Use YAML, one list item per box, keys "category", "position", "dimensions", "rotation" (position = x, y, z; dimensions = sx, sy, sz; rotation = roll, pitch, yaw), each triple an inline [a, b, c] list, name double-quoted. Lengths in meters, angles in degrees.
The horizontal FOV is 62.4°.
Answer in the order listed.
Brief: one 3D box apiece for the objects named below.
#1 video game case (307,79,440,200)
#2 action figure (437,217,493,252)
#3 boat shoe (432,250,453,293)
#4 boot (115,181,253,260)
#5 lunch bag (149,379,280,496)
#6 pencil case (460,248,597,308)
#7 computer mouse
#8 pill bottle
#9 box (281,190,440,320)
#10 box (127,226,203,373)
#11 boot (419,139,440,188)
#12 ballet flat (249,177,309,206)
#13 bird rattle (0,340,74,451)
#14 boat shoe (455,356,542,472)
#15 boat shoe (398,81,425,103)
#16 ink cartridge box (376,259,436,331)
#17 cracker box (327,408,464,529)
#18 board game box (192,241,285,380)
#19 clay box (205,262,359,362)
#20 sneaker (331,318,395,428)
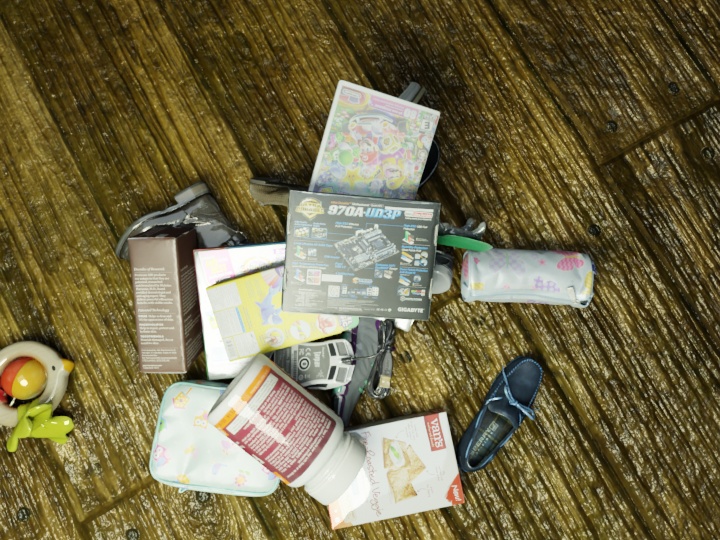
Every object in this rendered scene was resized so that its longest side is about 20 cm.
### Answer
- category: "video game case"
  position: [0.012, -0.137, 0.805]
  dimensions: [0.143, 0.018, 0.200]
  rotation: [16, 97, -8]
- category: "action figure"
  position: [0.084, -0.066, 0.886]
  dimensions: [0.200, 0.118, 0.055]
  rotation: [3, 99, -19]
- category: "boat shoe"
  position: [0.046, -0.012, 0.937]
  dimensions: [0.200, 0.072, 0.068]
  rotation: [3, 47, 14]
- category: "boot"
  position: [-0.264, -0.025, 0.939]
  dimensions: [0.200, 0.069, 0.174]
  rotation: [-35, 91, 2]
- category: "lunch bag"
  position: [-0.206, 0.251, 0.885]
  dimensions: [0.200, 0.077, 0.161]
  rotation: [9, 82, -2]
- category: "pencil case"
  position: [0.254, 0.013, 0.920]
  dimensions: [0.200, 0.083, 0.091]
  rotation: [4, 60, 2]
- category: "computer mouse"
  position: [-0.042, 0.133, 0.858]
  dimensions: [0.200, 0.044, 0.110]
  rotation: [-7, 70, 23]
- category: "pill bottle"
  position: [-0.097, 0.217, 0.808]
  dimensions: [0.200, 0.114, 0.114]
  rotation: [41, 83, -6]
- category: "box"
  position: [-0.001, -0.020, 0.788]
  dimensions: [0.200, 0.046, 0.159]
  rotation: [3, 98, -6]
- category: "box"
  position: [-0.283, 0.041, 0.877]
  dimensions: [0.075, 0.100, 0.200]
  rotation: [1, 102, 0]
- category: "boot"
  position: [0.050, -0.154, 0.903]
  dimensions: [0.200, 0.168, 0.076]
  rotation: [-38, 86, -5]
- category: "ballet flat"
  position: [-0.106, -0.108, 0.912]
  dimensions: [0.200, 0.067, 0.046]
  rotation: [19, 111, 42]
- category: "bird rattle"
  position: [-0.526, 0.188, 0.909]
  dimensions: [0.200, 0.113, 0.163]
  rotation: [16, 70, 16]
- category: "boat shoe"
  position: [0.220, 0.222, 0.896]
  dimensions: [0.084, 0.069, 0.200]
  rotation: [29, 82, 4]
- category: "boat shoe"
  position: [0.024, -0.235, 0.963]
  dimensions: [0.068, 0.075, 0.200]
  rotation: [40, 84, 0]
- category: "ink cartridge box"
  position: [0.000, 0.000, 0.877]
  dimensions: [0.200, 0.050, 0.109]
  rotation: [22, 102, 7]
- category: "cracker box"
  position: [0.043, 0.294, 0.892]
  dimensions: [0.200, 0.058, 0.134]
  rotation: [-11, 82, -2]
- category: "board game box"
  position: [-0.165, 0.060, 0.908]
  dimensions: [0.153, 0.040, 0.200]
  rotation: [-4, 96, -3]
- category: "clay box"
  position: [-0.107, 0.049, 0.851]
  dimensions: [0.200, 0.048, 0.115]
  rotation: [-15, 97, 8]
- category: "sneaker"
  position: [0.007, 0.145, 0.909]
  dimensions: [0.087, 0.074, 0.200]
  rotation: [9, 81, -3]
